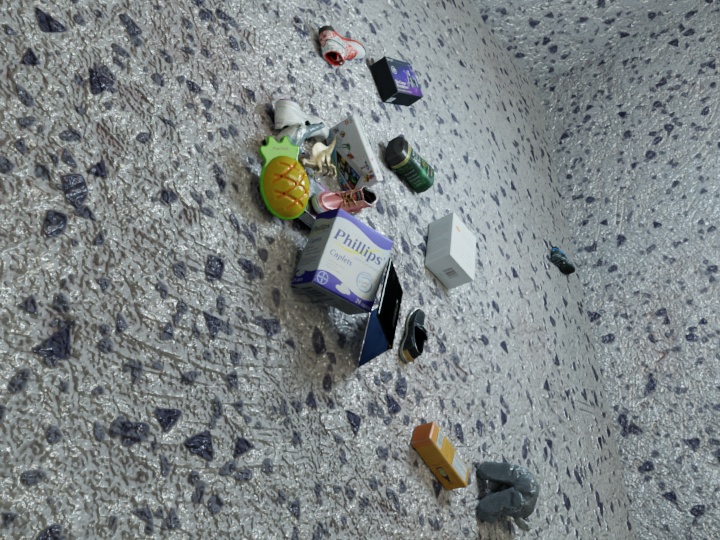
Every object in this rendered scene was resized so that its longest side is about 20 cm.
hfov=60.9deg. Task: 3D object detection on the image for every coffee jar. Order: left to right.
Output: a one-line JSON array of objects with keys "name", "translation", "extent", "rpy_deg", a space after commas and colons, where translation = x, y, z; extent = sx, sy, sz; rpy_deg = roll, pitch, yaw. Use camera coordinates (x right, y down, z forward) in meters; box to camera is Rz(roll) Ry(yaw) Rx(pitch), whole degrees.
[{"name": "coffee jar", "translation": [0.167, -0.361, 2.087], "extent": [0.199, 0.085, 0.105], "rpy_deg": [37, 44, -37]}]

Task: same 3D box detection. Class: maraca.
[{"name": "maraca", "translation": [-0.186, -0.224, 1.482], "extent": [0.136, 0.106, 0.203], "rpy_deg": [-11, 94, -42]}]

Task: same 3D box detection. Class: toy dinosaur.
[{"name": "toy dinosaur", "translation": [-0.099, -0.306, 1.680], "extent": [0.200, 0.058, 0.102], "rpy_deg": [-44, 126, -39]}]

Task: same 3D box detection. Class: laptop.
[{"name": "laptop", "translation": [0.036, 0.108, 1.547], "extent": [0.189, 0.114, 0.201], "rpy_deg": [-75, 153, -43]}]

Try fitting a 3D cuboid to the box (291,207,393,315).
[{"name": "box", "translation": [-0.041, -0.019, 1.505], "extent": [0.183, 0.104, 0.202], "rpy_deg": [29, 68, -29]}]

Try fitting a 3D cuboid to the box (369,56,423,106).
[{"name": "box", "translation": [0.134, -0.688, 2.240], "extent": [0.199, 0.078, 0.143], "rpy_deg": [-16, 82, -56]}]

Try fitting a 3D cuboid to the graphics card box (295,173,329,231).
[{"name": "graphics card box", "translation": [-0.097, -0.148, 1.627], "extent": [0.199, 0.050, 0.127], "rpy_deg": [38, 43, -35]}]

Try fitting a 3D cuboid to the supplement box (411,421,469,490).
[{"name": "supplement box", "translation": [0.220, 0.511, 1.679], "extent": [0.201, 0.066, 0.069], "rpy_deg": [56, 32, -18]}]

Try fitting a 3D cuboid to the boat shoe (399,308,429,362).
[{"name": "boat shoe", "translation": [0.167, 0.185, 1.796], "extent": [0.075, 0.062, 0.201], "rpy_deg": [50, 36, -21]}]

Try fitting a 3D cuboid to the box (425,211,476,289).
[{"name": "box", "translation": [0.311, -0.067, 2.101], "extent": [0.152, 0.106, 0.202], "rpy_deg": [43, 41, -31]}]

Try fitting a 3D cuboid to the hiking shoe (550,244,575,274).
[{"name": "hiking shoe", "translation": [1.043, -0.053, 3.146], "extent": [0.199, 0.074, 0.088], "rpy_deg": [37, 45, -37]}]

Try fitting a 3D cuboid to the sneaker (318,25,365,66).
[{"name": "sneaker", "translation": [-0.055, -0.704, 1.994], "extent": [0.200, 0.067, 0.109], "rpy_deg": [13, 62, -47]}]

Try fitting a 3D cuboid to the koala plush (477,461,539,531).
[{"name": "koala plush", "translation": [0.467, 0.688, 1.847], "extent": [0.201, 0.182, 0.179], "rpy_deg": [53, 35, -40]}]

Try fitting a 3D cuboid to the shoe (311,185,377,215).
[{"name": "shoe", "translation": [-0.037, -0.186, 1.606], "extent": [0.199, 0.090, 0.072], "rpy_deg": [-5, 75, -56]}]

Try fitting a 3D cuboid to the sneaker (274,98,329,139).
[{"name": "sneaker", "translation": [-0.165, -0.386, 1.670], "extent": [0.199, 0.074, 0.101], "rpy_deg": [19, 76, -49]}]

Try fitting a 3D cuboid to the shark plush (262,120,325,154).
[{"name": "shark plush", "translation": [-0.172, -0.333, 1.594], "extent": [0.200, 0.090, 0.084], "rpy_deg": [-51, 128, -42]}]

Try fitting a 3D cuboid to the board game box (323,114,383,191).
[{"name": "board game box", "translation": [-0.025, -0.326, 1.762], "extent": [0.034, 0.125, 0.202], "rpy_deg": [-18, 86, -55]}]
